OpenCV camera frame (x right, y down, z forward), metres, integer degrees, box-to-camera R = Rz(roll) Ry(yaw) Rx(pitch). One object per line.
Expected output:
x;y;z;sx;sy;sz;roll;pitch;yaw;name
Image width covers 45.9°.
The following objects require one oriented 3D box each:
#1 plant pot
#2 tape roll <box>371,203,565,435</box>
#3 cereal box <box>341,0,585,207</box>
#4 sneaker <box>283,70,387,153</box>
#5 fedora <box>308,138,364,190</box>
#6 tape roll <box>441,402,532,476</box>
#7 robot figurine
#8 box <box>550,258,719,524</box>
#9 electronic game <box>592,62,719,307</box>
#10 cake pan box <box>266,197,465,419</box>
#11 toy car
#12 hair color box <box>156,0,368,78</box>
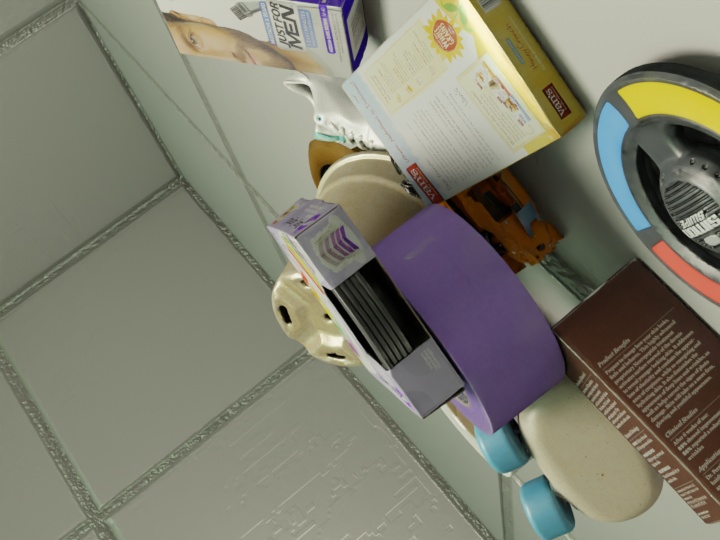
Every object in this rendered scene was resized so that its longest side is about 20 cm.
0.000;0.000;0.952;0.200;0.184;0.201;18;136;18;plant pot
0.089;0.044;0.775;0.200;0.085;0.200;52;173;9;tape roll
0.076;-0.143;0.710;0.144;0.039;0.200;54;153;-6;cereal box
-0.009;-0.170;0.990;0.200;0.088;0.075;49;167;15;sneaker
0.018;-0.108;1.090;0.201;0.082;0.201;43;160;20;fedora
0.142;0.149;1.030;0.203;0.071;0.203;52;171;11;tape roll
0.105;-0.081;0.849;0.200;0.058;0.145;51;159;3;robot figurine
0.258;0.100;0.709;0.200;0.100;0.075;50;170;17;box
0.225;-0.044;0.543;0.200;0.042;0.200;50;168;14;electronic game
-0.002;0.025;0.744;0.184;0.052;0.200;54;173;-13;cake pan box
0.234;0.144;0.897;0.177;0.184;0.200;55;-163;-13;toy car
-0.099;-0.263;0.862;0.199;0.065;0.109;12;157;13;hair color box
